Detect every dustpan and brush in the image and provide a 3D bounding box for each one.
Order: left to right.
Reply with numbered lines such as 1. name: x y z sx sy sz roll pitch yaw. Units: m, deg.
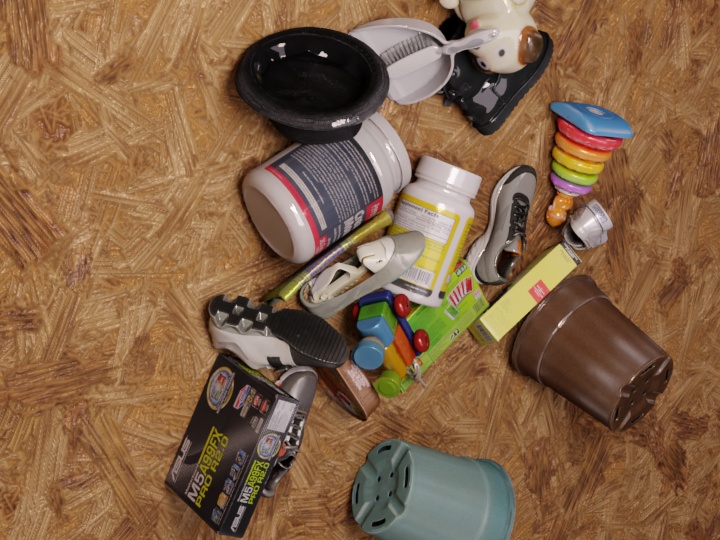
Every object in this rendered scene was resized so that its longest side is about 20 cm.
1. dustpan and brush: 0.096 -0.296 1.601 0.198 0.058 0.140 -21 130 22

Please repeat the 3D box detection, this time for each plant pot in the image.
1. plant pot: 0.105 0.362 1.854 0.195 0.200 0.202 27 90 -32
2. plant pot: 0.384 0.144 1.930 0.199 0.198 0.202 -28 140 -27

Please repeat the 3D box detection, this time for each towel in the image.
1. towel: -0.044 -0.016 1.631 0.199 0.144 0.023 -37 95 -16

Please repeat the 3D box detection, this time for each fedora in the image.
1. fedora: -0.061 -0.223 1.527 0.200 0.201 0.092 -32 149 -22

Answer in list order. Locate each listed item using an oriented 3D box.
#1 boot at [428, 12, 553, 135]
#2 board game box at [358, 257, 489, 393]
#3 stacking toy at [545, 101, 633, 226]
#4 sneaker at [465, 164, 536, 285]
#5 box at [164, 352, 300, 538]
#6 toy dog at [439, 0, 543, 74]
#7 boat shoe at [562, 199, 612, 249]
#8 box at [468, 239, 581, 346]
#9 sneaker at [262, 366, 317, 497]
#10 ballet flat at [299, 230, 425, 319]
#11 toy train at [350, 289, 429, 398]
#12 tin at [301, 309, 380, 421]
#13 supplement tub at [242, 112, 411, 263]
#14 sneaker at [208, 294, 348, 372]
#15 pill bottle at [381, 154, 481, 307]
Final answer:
1. boot: 0.182 -0.313 1.734 0.162 0.073 0.199 42 79 -32
2. board game box: 0.100 0.080 1.827 0.200 0.047 0.102 -44 126 -16
3. stacking toy: 0.341 -0.160 1.895 0.109 0.116 0.202 1 117 -33
4. sneaker: 0.235 -0.067 1.852 0.074 0.079 0.202 24 86 -38
5. box: -0.176 0.234 1.609 0.044 0.160 0.202 21 94 -40
6. toy dog: 0.190 -0.371 1.642 0.193 0.138 0.202 17 73 -51
7. boat shoe: 0.354 -0.067 1.905 0.065 0.074 0.200 -35 167 1
8. box: 0.261 0.036 1.907 0.200 0.075 0.050 -41 92 -19
9. sneaker: -0.103 0.237 1.713 0.077 0.082 0.202 23 93 -39
10. ballet flat: 0.000 0.000 1.666 0.199 0.068 0.064 -34 137 16
11. toy train: 0.051 0.137 1.699 0.201 0.084 0.116 61 30 -32
12. tin: -0.038 0.137 1.705 0.042 0.112 0.201 -41 127 -15
13. supplement tub: -0.045 -0.115 1.589 0.199 0.140 0.141 -35 124 -21
14. sneaker: -0.111 0.100 1.613 0.074 0.198 0.089 -60 165 -47
15. pill bottle: 0.099 -0.058 1.734 0.114 0.114 0.202 17 96 -39
